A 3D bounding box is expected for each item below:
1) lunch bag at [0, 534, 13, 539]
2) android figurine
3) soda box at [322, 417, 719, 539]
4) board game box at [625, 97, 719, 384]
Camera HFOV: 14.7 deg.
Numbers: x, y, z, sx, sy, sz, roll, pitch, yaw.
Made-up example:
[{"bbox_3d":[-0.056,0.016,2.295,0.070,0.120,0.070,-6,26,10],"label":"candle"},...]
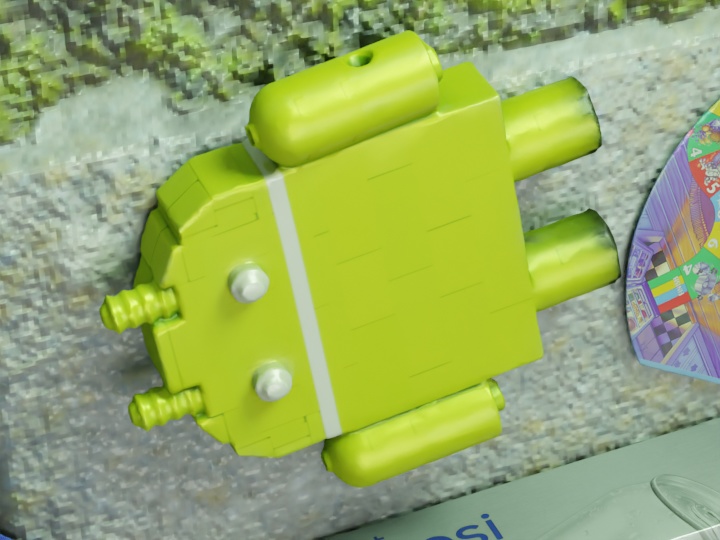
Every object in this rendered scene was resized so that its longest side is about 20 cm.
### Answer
[{"bbox_3d":[-0.162,0.195,0.990,0.094,0.200,0.151,32,104,-34],"label":"lunch bag"},{"bbox_3d":[0.000,0.000,1.041,0.199,0.041,0.183,-19,125,-13],"label":"android figurine"},{"bbox_3d":[0.076,0.127,1.133,0.199,0.068,0.064,-16,124,-13],"label":"soda box"},{"bbox_3d":[0.206,-0.006,1.123,0.199,0.039,0.159,14,113,-30],"label":"board game box"}]
